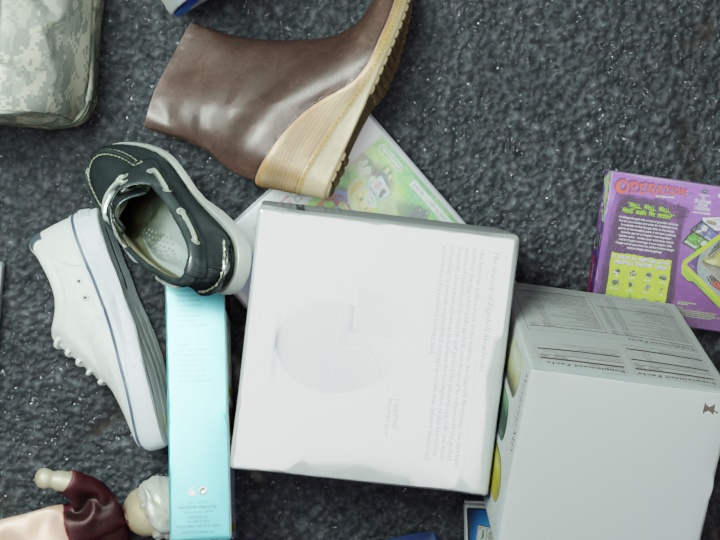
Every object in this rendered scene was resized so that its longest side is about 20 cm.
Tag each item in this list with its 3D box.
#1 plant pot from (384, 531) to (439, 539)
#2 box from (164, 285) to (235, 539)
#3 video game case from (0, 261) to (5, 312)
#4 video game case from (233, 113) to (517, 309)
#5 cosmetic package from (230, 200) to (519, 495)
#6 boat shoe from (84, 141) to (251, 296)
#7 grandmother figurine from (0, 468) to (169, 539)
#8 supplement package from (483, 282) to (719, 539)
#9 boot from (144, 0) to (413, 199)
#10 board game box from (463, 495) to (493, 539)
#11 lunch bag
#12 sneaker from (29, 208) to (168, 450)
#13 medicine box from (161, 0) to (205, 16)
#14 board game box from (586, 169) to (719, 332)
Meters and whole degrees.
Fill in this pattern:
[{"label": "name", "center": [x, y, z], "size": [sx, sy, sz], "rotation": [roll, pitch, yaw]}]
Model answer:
[{"label": "plant pot", "center": [-0.011, 0.332, 1.291], "size": [0.178, 0.200, 0.202], "rotation": [-7, 96, 3]}, {"label": "box", "center": [-0.126, 0.112, 1.293], "size": [0.049, 0.082, 0.202], "rotation": [-2, 81, -3]}, {"label": "video game case", "center": [-0.388, 0.083, 1.324], "size": [0.181, 0.023, 0.202], "rotation": [6, 95, -4]}, {"label": "video game case", "center": [0.000, 0.000, 1.344], "size": [0.182, 0.022, 0.200], "rotation": [-42, 97, 1]}, {"label": "cosmetic package", "center": [0.008, 0.057, 1.277], "size": [0.198, 0.123, 0.201], "rotation": [7, 94, -3]}, {"label": "boat shoe", "center": [-0.161, -0.046, 1.252], "size": [0.060, 0.200, 0.076], "rotation": [3, 111, -45]}, {"label": "grandmother figurine", "center": [-0.236, 0.211, 1.333], "size": [0.199, 0.061, 0.122], "rotation": [-14, 123, -5]}, {"label": "supplement package", "center": [0.178, 0.118, 1.264], "size": [0.150, 0.200, 0.153], "rotation": [8, 107, -4]}, {"label": "boot", "center": [-0.062, -0.168, 1.301], "size": [0.166, 0.072, 0.201], "rotation": [25, 77, 8]}, {"label": "board game box", "center": [0.151, 0.288, 1.351], "size": [0.125, 0.035, 0.202], "rotation": [1, 96, 21]}, {"label": "lunch bag", "center": [-0.266, -0.207, 1.233], "size": [0.138, 0.168, 0.202], "rotation": [6, 94, -5]}, {"label": "sneaker", "center": [-0.208, 0.053, 1.317], "size": [0.070, 0.073, 0.201], "rotation": [-19, 87, 7]}, {"label": "medicine box", "center": [-0.101, -0.326, 1.249], "size": [0.199, 0.103, 0.183], "rotation": [-33, 97, -12]}, {"label": "board game box", "center": [0.292, -0.011, 1.360], "size": [0.199, 0.032, 0.121], "rotation": [8, 99, -5]}]
